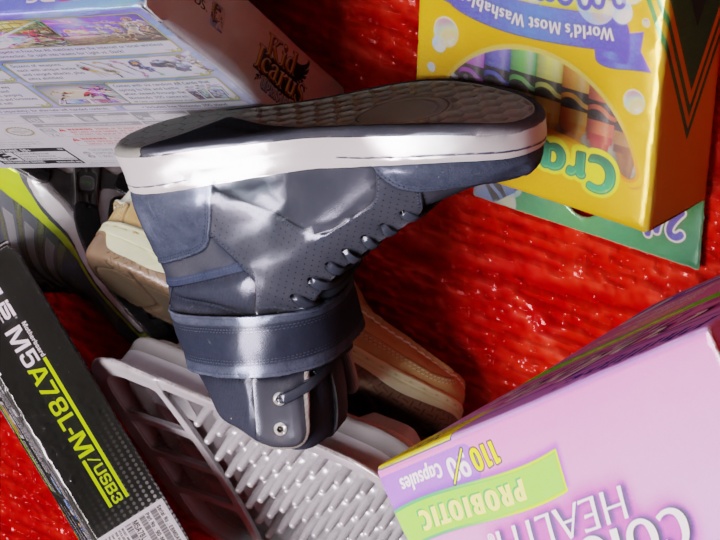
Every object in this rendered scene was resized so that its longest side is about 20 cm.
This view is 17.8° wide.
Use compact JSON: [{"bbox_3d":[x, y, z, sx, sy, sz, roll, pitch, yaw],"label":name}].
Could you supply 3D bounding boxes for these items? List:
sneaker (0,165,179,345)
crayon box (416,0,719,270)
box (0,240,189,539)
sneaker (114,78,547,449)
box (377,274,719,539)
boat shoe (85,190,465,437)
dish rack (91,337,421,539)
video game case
[{"bbox_3d":[-0.140,-0.014,1.198,0.200,0.074,0.081,47,143,23],"label":"sneaker"},{"bbox_3d":[0.087,-0.101,0.962,0.125,0.051,0.202,20,120,35],"label":"crayon box"},{"bbox_3d":[-0.151,0.082,1.176,0.201,0.047,0.193,60,171,-4],"label":"box"},{"bbox_3d":[0.000,0.000,0.984,0.201,0.077,0.147,-5,106,31],"label":"sneaker"},{"bbox_3d":[0.141,0.059,0.878,0.175,0.199,0.097,-28,90,45],"label":"box"},{"bbox_3d":[-0.031,0.008,1.101,0.199,0.077,0.072,28,161,7],"label":"boat shoe"},{"bbox_3d":[-0.025,0.102,1.116,0.199,0.044,0.172,20,151,34],"label":"dish rack"},{"bbox_3d":[-0.134,-0.099,1.050,0.198,0.181,0.046,1,73,26],"label":"video game case"}]
